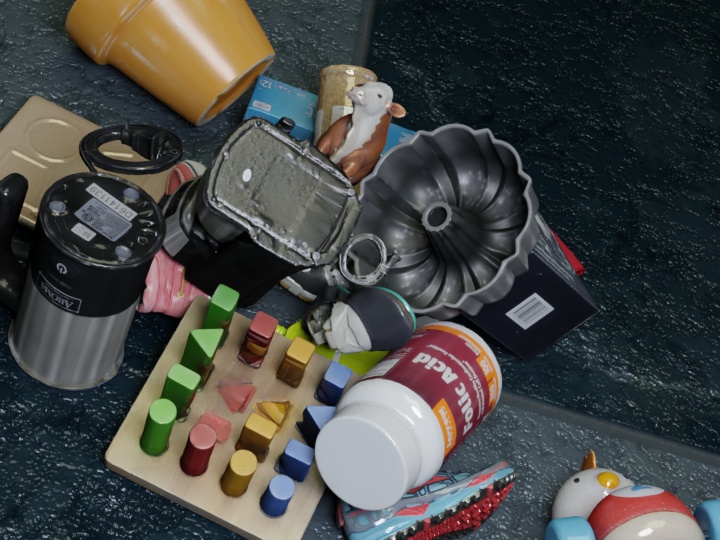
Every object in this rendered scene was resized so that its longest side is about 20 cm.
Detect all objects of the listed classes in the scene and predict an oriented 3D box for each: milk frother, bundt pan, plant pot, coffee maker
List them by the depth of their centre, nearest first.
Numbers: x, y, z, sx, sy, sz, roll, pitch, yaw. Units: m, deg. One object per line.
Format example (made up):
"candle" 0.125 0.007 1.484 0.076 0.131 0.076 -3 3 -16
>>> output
"coffee maker" -0.091 -0.033 1.507 0.135 0.200 0.192 -36 92 -24
"milk frother" -0.252 -0.024 1.511 0.200 0.188 0.181 -26 65 -39
"bundt pan" 0.090 -0.040 1.548 0.076 0.202 0.202 38 21 -55
"plant pot" -0.202 -0.273 1.778 0.183 0.200 0.200 47 46 0

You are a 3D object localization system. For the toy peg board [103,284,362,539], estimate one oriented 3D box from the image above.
"toy peg board" -0.106 0.128 1.467 0.199 0.098 0.200 27 59 1

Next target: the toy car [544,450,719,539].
"toy car" 0.244 0.243 1.516 0.184 0.177 0.200 -5 38 -13

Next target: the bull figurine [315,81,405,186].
"bull figurine" -0.019 -0.118 1.588 0.065 0.200 0.121 43 73 5

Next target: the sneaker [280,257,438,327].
"sneaker" 0.000 0.000 1.668 0.199 0.088 0.076 22 45 -8

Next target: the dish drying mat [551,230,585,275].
"dish drying mat" 0.180 -0.059 1.861 0.077 0.018 0.200 -23 61 -39

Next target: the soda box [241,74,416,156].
"soda box" -0.040 -0.152 1.811 0.199 0.068 0.064 20 45 -6

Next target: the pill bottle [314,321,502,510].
"pill bottle" 0.046 0.137 1.476 0.114 0.114 0.200 36 35 11

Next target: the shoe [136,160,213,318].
"shoe" -0.199 -0.037 1.624 0.091 0.071 0.201 9 52 -29

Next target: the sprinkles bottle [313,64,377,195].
"sprinkles bottle" -0.021 -0.124 1.729 0.068 0.068 0.201 9 78 -17

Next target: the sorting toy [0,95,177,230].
"sorting toy" -0.310 -0.094 1.664 0.185 0.037 0.200 27 40 1

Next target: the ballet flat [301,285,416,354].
"ballet flat" -0.010 0.054 1.512 0.073 0.200 0.073 -1 93 -21

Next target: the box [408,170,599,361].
"box" 0.142 -0.027 1.682 0.200 0.104 0.182 35 23 -55

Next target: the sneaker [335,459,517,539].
"sneaker" 0.065 0.211 1.515 0.200 0.079 0.096 -16 56 -35

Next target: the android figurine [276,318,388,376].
"android figurine" -0.008 0.115 1.597 0.199 0.041 0.182 23 44 -3
